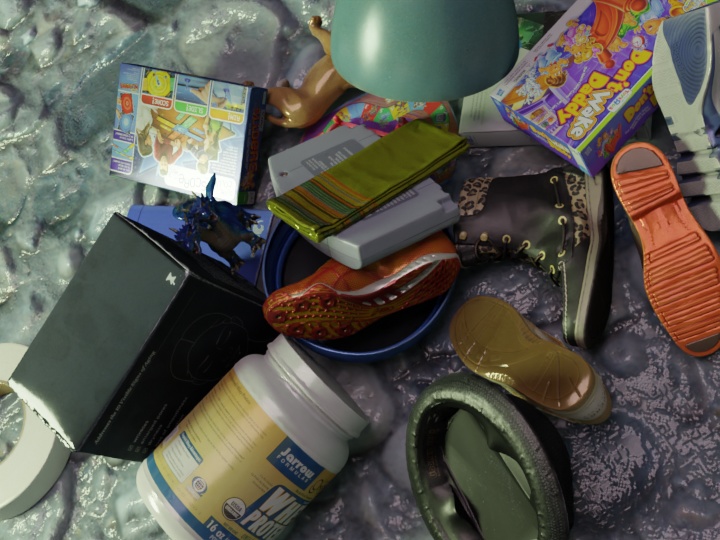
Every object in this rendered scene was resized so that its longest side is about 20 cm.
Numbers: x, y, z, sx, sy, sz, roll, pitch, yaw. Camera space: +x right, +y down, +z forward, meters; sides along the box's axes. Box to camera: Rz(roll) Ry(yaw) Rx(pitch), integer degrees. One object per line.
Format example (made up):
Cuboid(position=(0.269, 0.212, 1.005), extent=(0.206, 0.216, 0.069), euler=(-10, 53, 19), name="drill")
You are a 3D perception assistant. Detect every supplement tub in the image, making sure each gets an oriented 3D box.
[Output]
Cuboid(position=(-0.102, 0.175, 1.096), extent=(0.200, 0.145, 0.145), euler=(-46, 57, 0), name="supplement tub")

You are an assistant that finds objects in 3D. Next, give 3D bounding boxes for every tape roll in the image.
Cuboid(position=(-0.415, 0.182, 1.300), extent=(0.200, 0.037, 0.206), euler=(-10, 65, 21), name="tape roll")

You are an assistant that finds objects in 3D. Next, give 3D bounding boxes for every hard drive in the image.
Cuboid(position=(-0.193, -0.008, 1.288), extent=(0.197, 0.025, 0.134), euler=(4, 69, 26), name="hard drive")

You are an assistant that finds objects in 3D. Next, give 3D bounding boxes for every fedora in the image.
Cuboid(position=(0.130, 0.180, 1.001), extent=(0.199, 0.091, 0.204), euler=(19, 116, 45), name="fedora")

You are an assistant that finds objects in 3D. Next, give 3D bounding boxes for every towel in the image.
Cuboid(position=(0.008, -0.094, 1.107), extent=(0.199, 0.018, 0.086), euler=(-32, 44, -26), name="towel")

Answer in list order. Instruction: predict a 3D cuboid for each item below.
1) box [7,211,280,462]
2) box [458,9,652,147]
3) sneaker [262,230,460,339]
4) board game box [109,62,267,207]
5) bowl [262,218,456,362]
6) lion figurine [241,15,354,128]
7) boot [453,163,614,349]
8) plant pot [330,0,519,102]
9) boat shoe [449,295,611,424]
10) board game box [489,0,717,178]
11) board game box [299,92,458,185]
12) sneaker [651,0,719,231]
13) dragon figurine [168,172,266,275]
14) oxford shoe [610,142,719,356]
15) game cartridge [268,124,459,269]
Cuboid(position=(-0.205, 0.078, 1.137), extent=(0.123, 0.196, 0.201), euler=(35, 92, 28), name="box")
Cuboid(position=(0.208, -0.203, 1.187), extent=(0.197, 0.036, 0.147), euler=(1, 68, 23), name="box")
Cuboid(position=(-0.002, 0.010, 1.102), extent=(0.197, 0.074, 0.078), euler=(-17, 47, -13), name="sneaker")
Cuboid(position=(-0.203, -0.159, 1.321), extent=(0.198, 0.034, 0.138), euler=(16, 103, 29), name="board game box")
Cuboid(position=(0.000, 0.000, 1.159), extent=(0.197, 0.040, 0.204), euler=(-2, 63, 4), name="bowl")
Cuboid(position=(-0.043, -0.215, 1.291), extent=(0.200, 0.072, 0.123), euler=(-47, 56, 7), name="lion figurine")
Cuboid(position=(0.166, -0.017, 1.101), extent=(0.148, 0.073, 0.203), euler=(-3, 63, 22), name="boot")
Cuboid(position=(0.065, -0.282, 1.143), extent=(0.197, 0.136, 0.202), euler=(-1, 42, 1), name="plant pot")
Cuboid(position=(0.157, 0.089, 1.062), extent=(0.074, 0.069, 0.200), euler=(-51, 37, 0), name="boat shoe")
Cuboid(position=(0.242, -0.204, 1.114), extent=(0.200, 0.045, 0.134), euler=(-47, 49, -3), name="board game box")
Cuboid(position=(0.008, -0.138, 1.245), extent=(0.198, 0.039, 0.160), euler=(-26, 60, 12), name="board game box")
Cuboid(position=(0.344, -0.148, 1.049), extent=(0.080, 0.114, 0.203), euler=(7, 111, 62), name="sneaker")
Cuboid(position=(-0.155, -0.060, 1.180), extent=(0.059, 0.099, 0.201), euler=(-40, 27, 9), name="dragon figurine")
Cuboid(position=(0.290, -0.019, 1.053), extent=(0.070, 0.073, 0.203), euler=(-18, 80, 15), name="oxford shoe")
Cuboid(position=(-0.008, -0.076, 1.129), extent=(0.132, 0.041, 0.200), euler=(-21, 39, -20), name="game cartridge")
